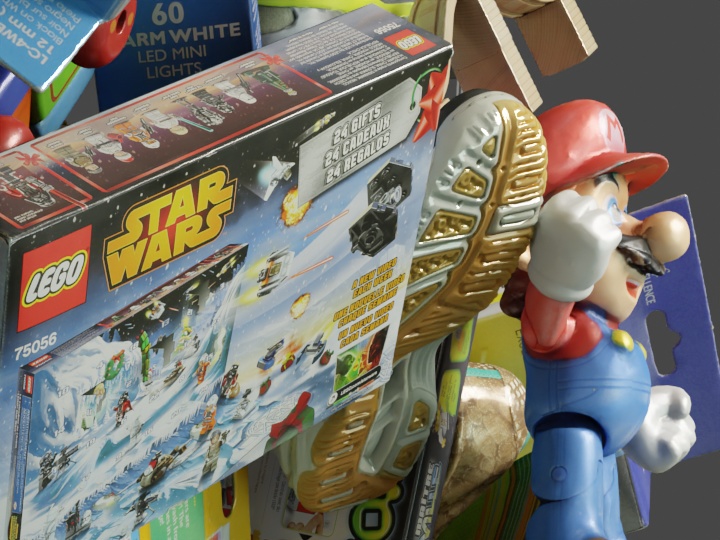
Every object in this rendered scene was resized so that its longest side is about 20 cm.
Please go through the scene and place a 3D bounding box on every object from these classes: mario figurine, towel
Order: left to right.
[{"bbox_3d":[0.031,0.134,1.022,0.018,0.200,0.086,40,45,-17],"label":"towel"},{"bbox_3d":[0.102,0.030,0.899,0.123,0.105,0.202,152,-65,-71],"label":"mario figurine"}]

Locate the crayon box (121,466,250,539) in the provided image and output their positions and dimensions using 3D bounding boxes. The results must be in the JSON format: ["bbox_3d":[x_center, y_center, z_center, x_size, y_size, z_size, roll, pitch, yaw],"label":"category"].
[{"bbox_3d":[-0.108,0.099,0.833,0.200,0.051,0.127,-39,133,-57],"label":"crayon box"}]

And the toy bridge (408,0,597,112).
[{"bbox_3d":[0.052,-0.094,0.965,0.068,0.027,0.200,62,28,-10],"label":"toy bridge"}]

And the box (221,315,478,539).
[{"bbox_3d":[-0.023,0.100,0.957,0.035,0.109,0.201,30,71,-65],"label":"box"}]

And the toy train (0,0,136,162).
[{"bbox_3d":[-0.139,-0.011,0.702,0.116,0.084,0.201,91,21,-51],"label":"toy train"}]

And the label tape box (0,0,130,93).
[{"bbox_3d":[-0.091,-0.166,0.663,0.066,0.143,0.200,-46,-171,45],"label":"label tape box"}]

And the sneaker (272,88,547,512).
[{"bbox_3d":[0.000,0.000,0.873,0.075,0.088,0.201,-6,136,-39],"label":"sneaker"}]

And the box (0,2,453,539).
[{"bbox_3d":[-0.055,0.008,0.715,0.200,0.040,0.138,-27,138,-45],"label":"box"}]

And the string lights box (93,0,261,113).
[{"bbox_3d":[-0.065,-0.079,0.814,0.103,0.058,0.201,-100,-175,-62],"label":"string lights box"}]

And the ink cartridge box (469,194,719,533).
[{"bbox_3d":[0.076,0.069,1.081,0.198,0.199,0.047,69,7,-47],"label":"ink cartridge box"}]

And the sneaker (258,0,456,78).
[{"bbox_3d":[-0.009,-0.097,0.987,0.200,0.074,0.082,3,102,-59],"label":"sneaker"}]

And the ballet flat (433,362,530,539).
[{"bbox_3d":[-0.006,0.115,1.006,0.065,0.071,0.200,27,104,-45],"label":"ballet flat"}]
